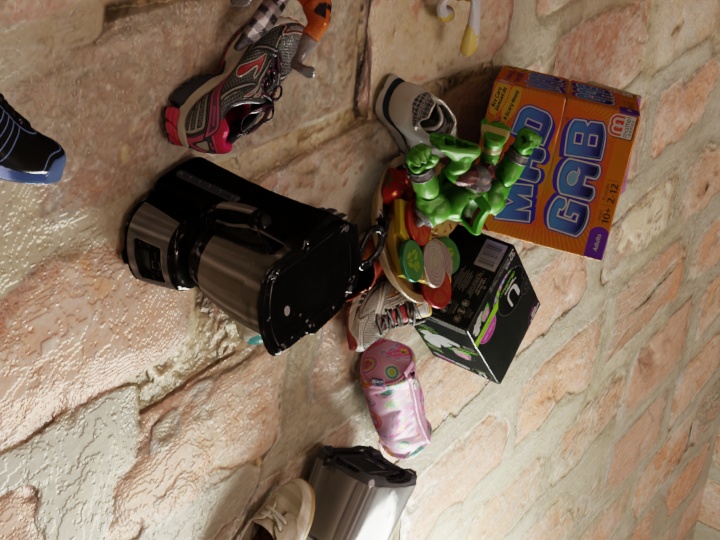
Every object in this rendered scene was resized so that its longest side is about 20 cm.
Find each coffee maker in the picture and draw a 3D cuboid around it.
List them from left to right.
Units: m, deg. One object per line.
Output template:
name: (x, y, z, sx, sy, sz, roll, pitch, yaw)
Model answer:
coffee maker: (-0.109, -0.023, 1.279, 0.191, 0.199, 0.136, -12, 122, -53)

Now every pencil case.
pencil case: (0.052, 0.185, 1.805, 0.088, 0.087, 0.201, -50, 147, -29)

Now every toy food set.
toy food set: (0.078, -0.052, 1.658, 0.199, 0.048, 0.201, 14, 71, -58)

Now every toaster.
toaster: (-0.012, 0.321, 1.757, 0.199, 0.113, 0.131, 13, 100, -62)

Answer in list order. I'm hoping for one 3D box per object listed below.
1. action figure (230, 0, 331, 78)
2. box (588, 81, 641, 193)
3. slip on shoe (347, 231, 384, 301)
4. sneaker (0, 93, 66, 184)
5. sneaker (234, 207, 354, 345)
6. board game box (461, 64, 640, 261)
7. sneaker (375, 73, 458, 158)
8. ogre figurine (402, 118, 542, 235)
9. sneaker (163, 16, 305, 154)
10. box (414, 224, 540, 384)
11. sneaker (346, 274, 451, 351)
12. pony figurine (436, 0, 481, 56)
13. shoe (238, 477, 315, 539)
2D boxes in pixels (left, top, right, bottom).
action figure: (-0.078, -0.320, 1.267, 0.199, 0.104, 0.195, 36, 60, -26)
box: (0.364, -0.190, 2.069, 0.199, 0.096, 0.178, -31, 134, -46)
slip on shoe: (0.000, 0.000, 1.620, 0.199, 0.061, 0.075, -25, 128, -53)
sneaker: (-0.305, -0.122, 1.019, 0.199, 0.070, 0.079, 8, 106, -60)
sneaker: (-0.082, 0.004, 1.495, 0.200, 0.077, 0.080, -49, 165, -23)
board game box: (0.265, -0.156, 1.759, 0.200, 0.197, 0.202, -56, 159, -72)
sneaker: (0.091, -0.184, 1.633, 0.200, 0.080, 0.077, 25, 86, -62)
ogre figurine: (0.134, -0.116, 1.601, 0.199, 0.098, 0.121, -29, 140, -47)
sneaker: (-0.112, -0.184, 1.298, 0.200, 0.074, 0.081, -50, 146, -30)
box: (0.164, 0.048, 1.861, 0.150, 0.123, 0.200, -59, 150, -15)
sneaker: (0.050, 0.042, 1.708, 0.200, 0.082, 0.079, -43, 143, -36)
pony figurine: (0.159, -0.389, 1.568, 0.194, 0.166, 0.200, -53, 163, -12)
shoe: (-0.123, 0.358, 1.636, 0.201, 0.069, 0.053, -60, 158, -11)
